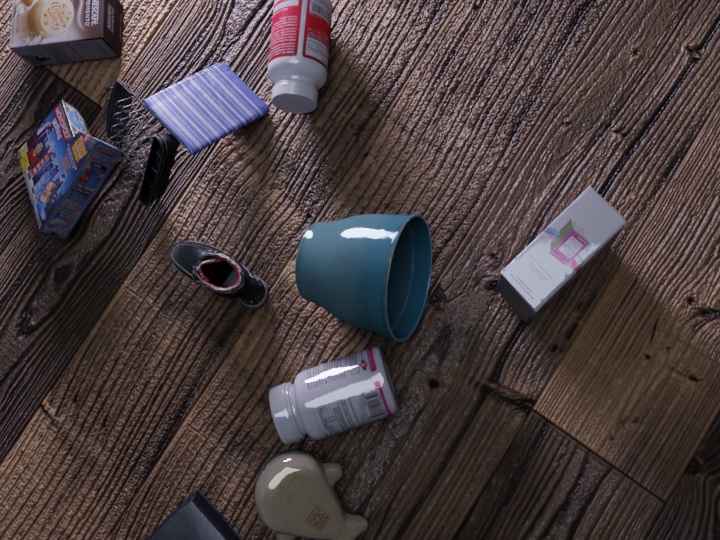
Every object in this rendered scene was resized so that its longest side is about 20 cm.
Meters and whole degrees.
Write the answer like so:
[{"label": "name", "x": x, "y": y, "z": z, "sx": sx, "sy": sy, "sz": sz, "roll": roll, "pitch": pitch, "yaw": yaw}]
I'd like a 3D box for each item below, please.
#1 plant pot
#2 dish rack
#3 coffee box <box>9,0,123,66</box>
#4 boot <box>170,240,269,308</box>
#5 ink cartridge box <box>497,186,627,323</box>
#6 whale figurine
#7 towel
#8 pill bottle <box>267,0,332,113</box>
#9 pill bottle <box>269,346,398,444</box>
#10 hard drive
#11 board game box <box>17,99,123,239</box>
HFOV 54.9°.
[{"label": "plant pot", "x": 0.000, "y": 0.000, "z": 1.143, "sx": 0.184, "sy": 0.200, "sz": 0.206, "roll": 9, "pitch": 80, "yaw": 25}, {"label": "dish rack", "x": -0.415, "y": -0.239, "z": 1.269, "sx": 0.200, "sy": 0.054, "sz": 0.155, "roll": 45, "pitch": 131, "yaw": 14}, {"label": "coffee box", "x": -0.576, "y": -0.481, "z": 1.364, "sx": 0.194, "sy": 0.080, "sz": 0.118, "roll": -4, "pitch": 79, "yaw": 7}, {"label": "boot", "x": -0.260, "y": -0.008, "z": 1.190, "sx": 0.200, "sy": 0.154, "sz": 0.075, "roll": 27, "pitch": 83, "yaw": 12}, {"label": "ink cartridge box", "x": 0.319, "y": -0.021, "z": 1.116, "sx": 0.199, "sy": 0.145, "sz": 0.085, "roll": -42, "pitch": 75, "yaw": -2}, {"label": "whale figurine", "x": -0.083, "y": 0.379, "z": 1.134, "sx": 0.199, "sy": 0.104, "sz": 0.161, "roll": 38, "pitch": 86, "yaw": -12}, {"label": "towel", "x": -0.278, "y": -0.299, "z": 1.267, "sx": 0.145, "sy": 0.024, "sz": 0.199, "roll": 43, "pitch": 54, "yaw": 10}, {"label": "pill bottle", "x": -0.112, "y": -0.400, "z": 1.267, "sx": 0.109, "sy": 0.112, "sz": 0.206, "roll": 3, "pitch": 79, "yaw": 8}, {"label": "pill bottle", "x": -0.044, "y": 0.209, "z": 1.139, "sx": 0.195, "sy": 0.113, "sz": 0.116, "roll": -19, "pitch": 77, "yaw": 4}, {"label": "hard drive", "x": -0.305, "y": 0.486, "z": 1.159, "sx": 0.135, "sy": 0.042, "sz": 0.200, "roll": 42, "pitch": 87, "yaw": 13}, {"label": "board game box", "x": -0.536, "y": -0.203, "z": 1.286, "sx": 0.198, "sy": 0.061, "sz": 0.203, "roll": -37, "pitch": 63, "yaw": 19}]
